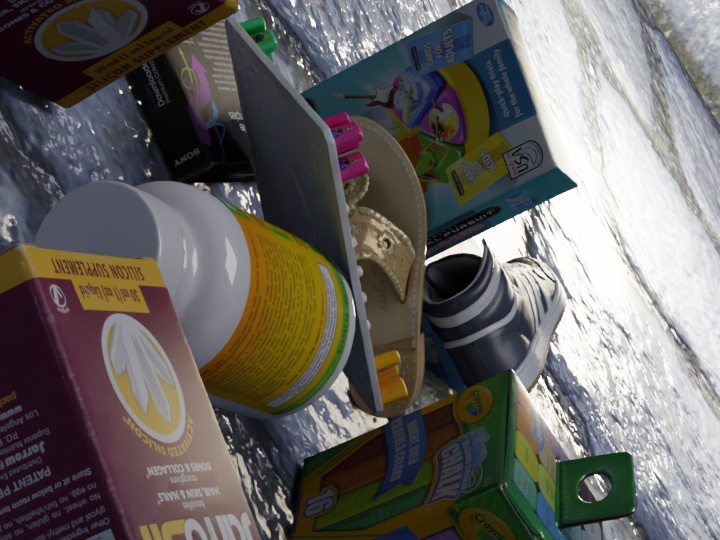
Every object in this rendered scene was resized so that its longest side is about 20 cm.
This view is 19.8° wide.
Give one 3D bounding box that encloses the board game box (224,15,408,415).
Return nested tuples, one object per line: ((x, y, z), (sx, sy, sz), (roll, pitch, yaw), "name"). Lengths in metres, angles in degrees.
((-0.028, -0.040, 1.295), (0.200, 0.026, 0.201), (-128, -157, -56), "board game box")

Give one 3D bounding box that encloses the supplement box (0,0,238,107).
((-0.178, -0.186, 1.133), (0.200, 0.131, 0.103), (25, 43, -60), "supplement box")

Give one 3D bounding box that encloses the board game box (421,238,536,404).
((0.067, 0.042, 1.611), (0.196, 0.056, 0.200), (55, 21, -23), "board game box")

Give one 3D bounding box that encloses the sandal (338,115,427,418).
((0.006, -0.001, 1.414), (0.070, 0.077, 0.212), (-25, 109, -75), "sandal")

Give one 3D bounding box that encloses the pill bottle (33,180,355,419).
((-0.093, 0.014, 1.146), (0.200, 0.111, 0.111), (26, 41, -60), "pill bottle")

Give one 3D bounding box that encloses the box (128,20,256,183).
((-0.123, -0.154, 1.404), (0.200, 0.036, 0.143), (65, 20, 7), "box")

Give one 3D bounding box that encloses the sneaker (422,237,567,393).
((0.096, 0.012, 1.533), (0.109, 0.070, 0.200), (58, 22, -18), "sneaker")

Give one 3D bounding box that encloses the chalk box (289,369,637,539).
((0.072, 0.156, 1.257), (0.124, 0.200, 0.125), (55, 21, -23), "chalk box")

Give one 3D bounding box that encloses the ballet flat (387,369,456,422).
((0.090, 0.149, 1.501), (0.200, 0.072, 0.072), (59, 20, -15), "ballet flat")

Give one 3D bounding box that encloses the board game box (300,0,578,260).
((0.040, -0.088, 1.485), (0.047, 0.200, 0.151), (31, 37, -58), "board game box")

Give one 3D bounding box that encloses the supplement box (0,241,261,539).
((-0.131, 0.099, 0.955), (0.201, 0.103, 0.131), (68, 19, 11), "supplement box")
